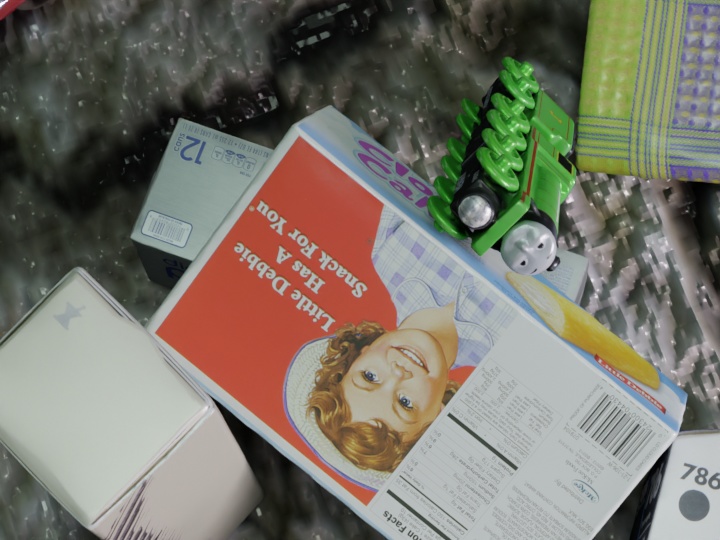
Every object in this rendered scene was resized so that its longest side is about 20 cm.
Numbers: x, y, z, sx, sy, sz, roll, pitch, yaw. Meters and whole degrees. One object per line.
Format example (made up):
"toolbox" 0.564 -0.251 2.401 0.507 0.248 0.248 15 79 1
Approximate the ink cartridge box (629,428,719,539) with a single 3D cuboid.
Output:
"ink cartridge box" 0.128 0.140 0.879 0.039 0.100 0.201 17 73 6

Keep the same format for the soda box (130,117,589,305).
"soda box" 0.000 0.000 0.943 0.198 0.068 0.064 19 75 7

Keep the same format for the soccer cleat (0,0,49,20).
"soccer cleat" -0.167 -0.172 1.013 0.073 0.068 0.201 35 72 -12

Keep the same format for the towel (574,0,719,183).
"towel" 0.204 -0.103 0.970 0.198 0.023 0.145 5 78 16

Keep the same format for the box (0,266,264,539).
"box" -0.096 0.072 0.854 0.068 0.200 0.082 -44 75 -9

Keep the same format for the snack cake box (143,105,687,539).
"snack cake box" 0.023 0.040 0.866 0.200 0.067 0.115 39 107 3

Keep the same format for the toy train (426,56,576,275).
"toy train" 0.066 -0.045 0.899 0.056 0.200 0.042 43 109 -8
